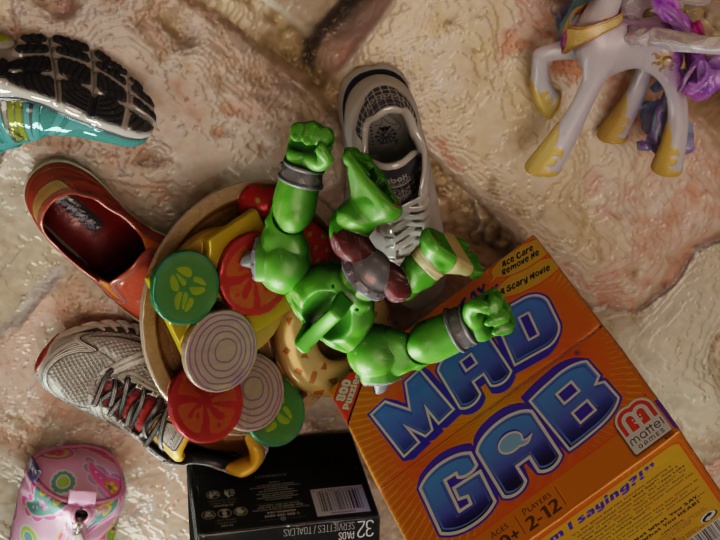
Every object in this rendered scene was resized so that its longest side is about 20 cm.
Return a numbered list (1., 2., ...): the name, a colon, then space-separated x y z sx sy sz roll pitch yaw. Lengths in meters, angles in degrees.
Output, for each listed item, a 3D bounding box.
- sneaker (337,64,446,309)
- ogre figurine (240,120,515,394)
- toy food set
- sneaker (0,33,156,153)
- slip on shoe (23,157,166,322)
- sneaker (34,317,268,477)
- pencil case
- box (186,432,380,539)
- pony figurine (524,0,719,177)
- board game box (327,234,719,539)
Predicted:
1. sneaker: 0.027 -0.050 0.955 0.076 0.081 0.202 -19 119 -5
2. ogre figurine: 0.000 0.000 0.890 0.199 0.098 0.120 37 110 -24
3. toy food set: -0.075 0.034 0.949 0.197 0.048 0.202 -35 118 -24
4. sneaker: -0.241 -0.119 0.879 0.197 0.078 0.080 10 131 -12
5. slip on shoe: -0.168 -0.003 0.943 0.074 0.061 0.200 -43 117 7
6. sneaker: -0.155 0.101 0.982 0.198 0.082 0.078 22 109 -20
7. pencil case: -0.246 0.240 1.026 0.086 0.088 0.202 11 112 -17
8. box: -0.066 0.257 1.051 0.146 0.125 0.202 -3 116 -11
9. pony figurine: 0.212 -0.165 0.919 0.190 0.168 0.202 0 130 -4
10. board game box: 0.134 0.143 0.967 0.199 0.201 0.200 -36 141 6
